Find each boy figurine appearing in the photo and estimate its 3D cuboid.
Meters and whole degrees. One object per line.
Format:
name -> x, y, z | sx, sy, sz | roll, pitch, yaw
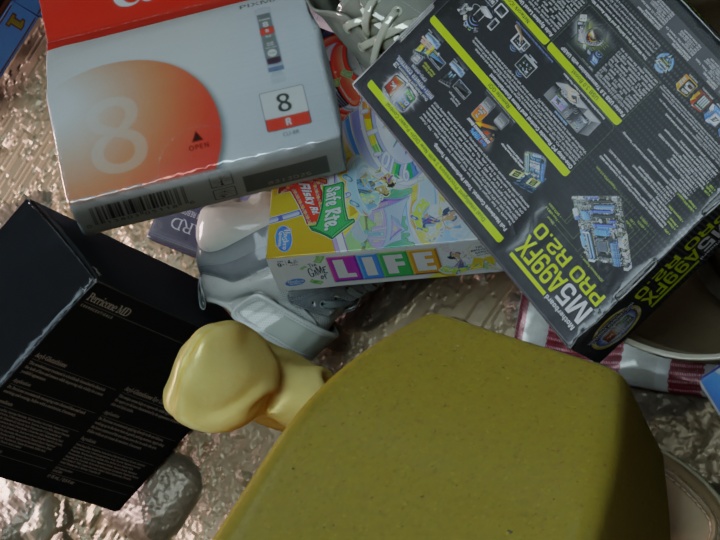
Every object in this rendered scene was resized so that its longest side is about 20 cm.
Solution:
boy figurine -> -0.043, 0.077, 1.345 | 0.124, 0.200, 0.065 | 31, 91, 26

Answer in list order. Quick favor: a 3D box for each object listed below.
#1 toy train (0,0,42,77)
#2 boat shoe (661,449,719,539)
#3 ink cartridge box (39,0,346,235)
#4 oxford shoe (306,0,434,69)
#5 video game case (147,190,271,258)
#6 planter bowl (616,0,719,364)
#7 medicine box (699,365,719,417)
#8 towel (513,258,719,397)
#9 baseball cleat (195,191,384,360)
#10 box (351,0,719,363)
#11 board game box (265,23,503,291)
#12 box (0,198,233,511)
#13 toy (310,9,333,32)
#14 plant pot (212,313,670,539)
toy train -> -0.264, -0.177, 1.568 | 0.087, 0.114, 0.201 | 34, 93, 38
boat shoe -> 0.118, 0.112, 1.328 | 0.199, 0.069, 0.074 | 29, 91, 29
ink cartridge box -> -0.104, -0.133, 1.373 | 0.161, 0.050, 0.201 | -14, 68, 0
oxford shoe -> 0.023, -0.130, 1.332 | 0.075, 0.058, 0.200 | -47, 67, 29
video game case -> -0.039, -0.091, 1.488 | 0.142, 0.019, 0.201 | 20, 87, 29
planter bowl -> 0.208, -0.040, 1.260 | 0.199, 0.135, 0.202 | -7, 75, 27
medicine box -> 0.279, 0.118, 1.171 | 0.103, 0.200, 0.183 | -36, 64, 14
towel -> 0.189, -0.001, 1.350 | 0.199, 0.023, 0.145 | 7, 81, 29
baseball cleat -> 0.000, 0.000, 1.415 | 0.199, 0.070, 0.107 | 0, 90, 16
box -> 0.112, -0.080, 1.217 | 0.160, 0.044, 0.200 | -45, 62, 12
board game box -> 0.019, -0.084, 1.387 | 0.134, 0.034, 0.201 | -6, 54, 11
box -> -0.169, 0.055, 1.412 | 0.141, 0.200, 0.079 | -45, 62, 9
toy -> 0.039, -0.181, 1.386 | 0.199, 0.047, 0.116 | 26, 102, 40
plant pot -> 0.059, 0.142, 1.208 | 0.193, 0.196, 0.201 | 17, 70, 26
